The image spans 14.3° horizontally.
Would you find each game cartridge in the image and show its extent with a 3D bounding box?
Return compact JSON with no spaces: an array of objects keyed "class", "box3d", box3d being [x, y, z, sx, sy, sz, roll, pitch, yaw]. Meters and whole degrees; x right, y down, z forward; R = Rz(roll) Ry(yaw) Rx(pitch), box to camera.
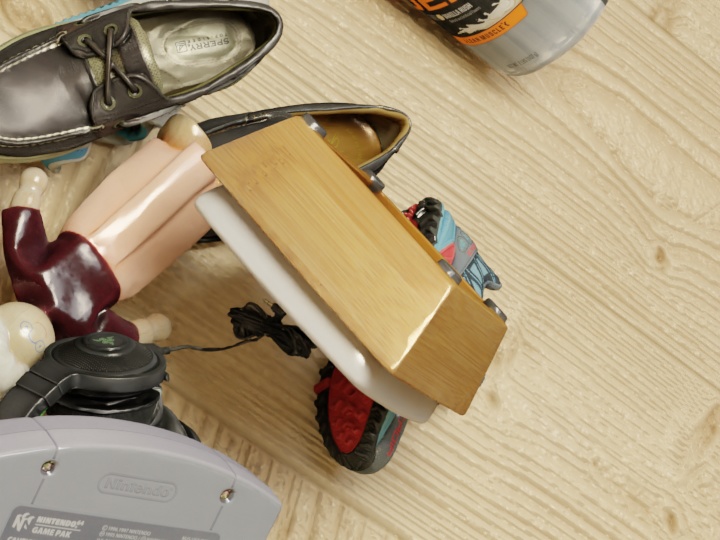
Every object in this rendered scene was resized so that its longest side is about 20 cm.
[{"class":"game cartridge","box3d":[-0.140,0.141,1.491,0.199,0.134,0.040,14,24,-41]}]

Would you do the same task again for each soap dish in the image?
[{"class":"soap dish","box3d":[0.000,0.000,1.576,0.157,0.081,0.200,48,3,15]}]

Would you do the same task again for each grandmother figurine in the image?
[{"class":"grandmother figurine","box3d":[-0.149,-0.004,1.575,0.121,0.061,0.200,45,58,-5]}]

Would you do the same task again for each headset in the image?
[{"class":"headset","box3d":[-0.116,0.085,1.529,0.200,0.094,0.124,-43,134,-27]}]

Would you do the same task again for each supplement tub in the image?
[{"class":"supplement tub","box3d":[0.062,-0.226,1.858,0.200,0.122,0.123,35,50,-25]}]

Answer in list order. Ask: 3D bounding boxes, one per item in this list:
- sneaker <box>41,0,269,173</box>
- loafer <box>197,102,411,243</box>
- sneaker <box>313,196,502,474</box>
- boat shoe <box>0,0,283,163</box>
[{"class":"sneaker","box3d":[-0.127,-0.120,1.672,0.200,0.076,0.081,-28,97,-39]},{"class":"loafer","box3d":[-0.054,-0.068,1.709,0.200,0.072,0.073,-22,88,-45]},{"class":"sneaker","box3d":[0.042,0.050,1.738,0.095,0.079,0.201,41,48,-24]},{"class":"boat shoe","box3d":[-0.132,-0.114,1.575,0.199,0.065,0.074,-25,91,-33]}]
